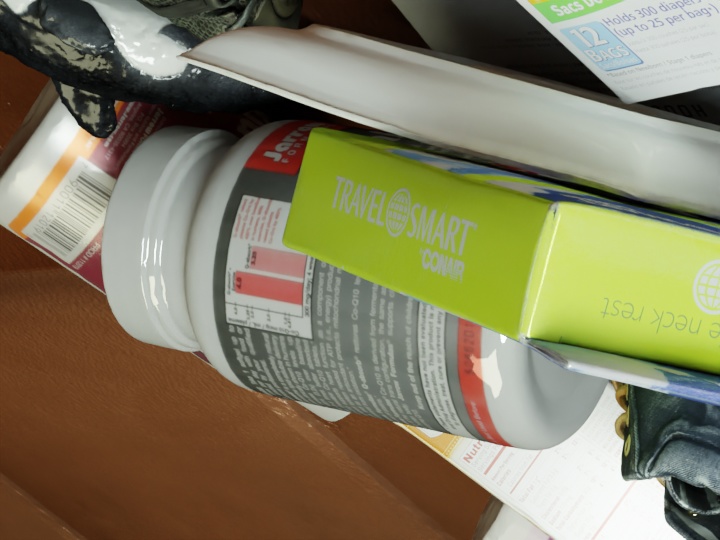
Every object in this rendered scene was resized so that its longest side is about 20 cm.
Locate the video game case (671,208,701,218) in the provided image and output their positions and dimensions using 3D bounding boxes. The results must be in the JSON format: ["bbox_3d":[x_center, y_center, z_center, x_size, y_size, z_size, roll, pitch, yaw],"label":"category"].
[{"bbox_3d":[0.187,0.055,0.925,0.199,0.022,0.182,29,163,35],"label":"video game case"}]

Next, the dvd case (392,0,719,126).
[{"bbox_3d":[0.067,-0.115,0.920,0.150,0.025,0.200,4,147,45],"label":"dvd case"}]

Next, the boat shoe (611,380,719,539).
[{"bbox_3d":[0.113,0.044,0.845,0.071,0.091,0.200,44,165,-19],"label":"boat shoe"}]

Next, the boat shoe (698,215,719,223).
[{"bbox_3d":[0.091,-0.013,1.054,0.200,0.063,0.074,13,155,35],"label":"boat shoe"}]

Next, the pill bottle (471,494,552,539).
[{"bbox_3d":[0.164,0.149,1.233,0.199,0.113,0.112,29,157,1],"label":"pill bottle"}]

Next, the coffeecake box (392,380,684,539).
[{"bbox_3d":[0.118,0.094,1.098,0.199,0.073,0.154,37,-177,5],"label":"coffeecake box"}]

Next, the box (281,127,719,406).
[{"bbox_3d":[0.069,-0.001,0.764,0.121,0.048,0.200,11,-175,-26],"label":"box"}]

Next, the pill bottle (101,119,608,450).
[{"bbox_3d":[0.000,0.000,0.991,0.199,0.116,0.116,10,151,29],"label":"pill bottle"}]

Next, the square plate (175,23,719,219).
[{"bbox_3d":[0.068,-0.052,0.864,0.197,0.029,0.199,20,-172,35],"label":"square plate"}]

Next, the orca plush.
[{"bbox_3d":[-0.098,-0.093,1.047,0.198,0.106,0.071,10,124,-24],"label":"orca plush"}]

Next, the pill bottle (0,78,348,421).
[{"bbox_3d":[-0.069,-0.022,1.148,0.199,0.115,0.114,35,156,-13],"label":"pill bottle"}]

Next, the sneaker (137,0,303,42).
[{"bbox_3d":[-0.060,-0.143,0.934,0.114,0.077,0.199,27,166,-6],"label":"sneaker"}]

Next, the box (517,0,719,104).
[{"bbox_3d":[0.126,-0.134,0.715,0.112,0.102,0.199,39,155,-25],"label":"box"}]
